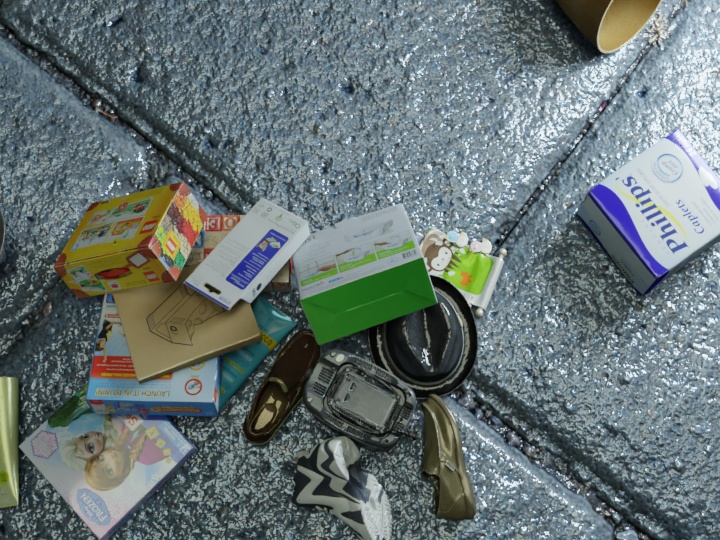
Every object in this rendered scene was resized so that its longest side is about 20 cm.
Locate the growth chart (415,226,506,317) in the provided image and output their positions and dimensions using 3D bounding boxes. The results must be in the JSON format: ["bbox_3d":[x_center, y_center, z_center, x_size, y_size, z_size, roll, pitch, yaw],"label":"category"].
[{"bbox_3d":[0.137,-0.003,1.688,0.198,0.018,0.146,14,74,2],"label":"growth chart"}]

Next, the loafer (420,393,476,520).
[{"bbox_3d":[0.125,0.293,1.573,0.067,0.076,0.202,-13,75,-11],"label":"loafer"}]

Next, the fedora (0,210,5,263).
[{"bbox_3d":[-0.656,-0.036,1.648,0.197,0.090,0.179,-4,73,5],"label":"fedora"}]

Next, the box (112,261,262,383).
[{"bbox_3d":[-0.269,0.071,1.571,0.198,0.021,0.165,-19,60,-10],"label":"box"}]

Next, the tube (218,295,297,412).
[{"bbox_3d":[-0.191,0.140,1.632,0.077,0.050,0.201,37,70,0],"label":"tube"}]

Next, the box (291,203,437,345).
[{"bbox_3d":[0.000,0.000,1.587,0.198,0.097,0.177,-20,32,1],"label":"box"}]

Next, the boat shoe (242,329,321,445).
[{"bbox_3d":[-0.120,0.183,1.601,0.074,0.075,0.204,25,75,6],"label":"boat shoe"}]

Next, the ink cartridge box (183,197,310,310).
[{"bbox_3d":[-0.176,-0.020,1.585,0.099,0.039,0.200,29,62,24],"label":"ink cartridge box"}]

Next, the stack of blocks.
[{"bbox_3d":[-0.213,-0.028,1.668,0.197,0.059,0.117,1,74,-1],"label":"stack of blocks"}]

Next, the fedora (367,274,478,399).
[{"bbox_3d":[0.101,0.102,1.606,0.198,0.092,0.203,0,81,0],"label":"fedora"}]

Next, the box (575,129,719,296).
[{"bbox_3d":[0.495,-0.095,1.673,0.199,0.105,0.185,-34,77,-9],"label":"box"}]

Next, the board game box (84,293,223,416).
[{"bbox_3d":[-0.313,0.125,1.585,0.197,0.056,0.198,2,60,1],"label":"board game box"}]

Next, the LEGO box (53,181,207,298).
[{"bbox_3d":[-0.360,-0.047,1.590,0.198,0.077,0.150,-9,42,28],"label":"LEGO box"}]

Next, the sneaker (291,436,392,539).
[{"bbox_3d":[-0.040,0.352,1.562,0.200,0.129,0.080,60,39,-20],"label":"sneaker"}]

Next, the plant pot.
[{"bbox_3d":[0.407,-0.515,1.765,0.186,0.187,0.200,-39,65,-11],"label":"plant pot"}]

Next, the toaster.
[{"bbox_3d":[0.006,0.210,1.567,0.198,0.129,0.114,25,76,7],"label":"toaster"}]

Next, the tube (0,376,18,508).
[{"bbox_3d":[-0.561,0.269,1.584,0.051,0.058,0.202,-1,75,-15],"label":"tube"}]

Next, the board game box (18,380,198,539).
[{"bbox_3d":[-0.395,0.279,1.588,0.200,0.041,0.199,43,78,11],"label":"board game box"}]
